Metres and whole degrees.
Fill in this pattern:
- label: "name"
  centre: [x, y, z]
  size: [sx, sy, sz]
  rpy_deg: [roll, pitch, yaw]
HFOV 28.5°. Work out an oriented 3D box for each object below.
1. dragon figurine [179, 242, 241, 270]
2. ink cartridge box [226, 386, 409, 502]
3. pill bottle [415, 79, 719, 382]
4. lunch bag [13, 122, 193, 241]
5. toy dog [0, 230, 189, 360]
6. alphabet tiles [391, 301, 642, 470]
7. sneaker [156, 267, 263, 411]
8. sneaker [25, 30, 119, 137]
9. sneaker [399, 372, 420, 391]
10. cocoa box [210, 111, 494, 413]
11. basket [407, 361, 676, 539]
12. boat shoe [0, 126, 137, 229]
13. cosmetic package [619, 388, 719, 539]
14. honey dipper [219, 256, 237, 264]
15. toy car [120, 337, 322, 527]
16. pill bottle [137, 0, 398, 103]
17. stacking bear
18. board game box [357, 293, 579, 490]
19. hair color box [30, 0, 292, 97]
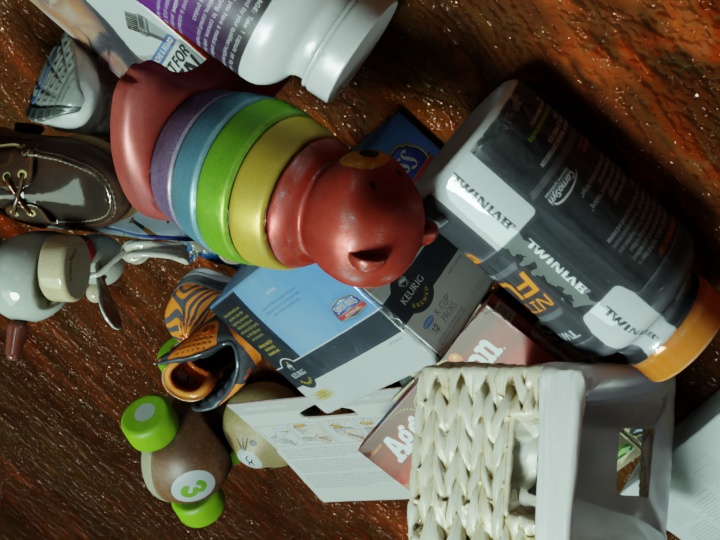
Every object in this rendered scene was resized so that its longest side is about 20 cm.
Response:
- label: "dragon figurine"
  centre: [-0.075, 0.018, 1.241]
  size: [0.200, 0.059, 0.099]
  rpy_deg: [48, 153, -11]
- label: "ink cartridge box"
  centre: [0.006, 0.148, 1.298]
  size: [0.199, 0.045, 0.176]
  rpy_deg: [-8, 136, 34]
- label: "pill bottle"
  centre: [0.136, -0.018, 0.896]
  size: [0.200, 0.106, 0.106]
  rpy_deg: [40, 152, -6]
- label: "lunch bag"
  centre: [-0.207, -0.072, 1.183]
  size: [0.199, 0.076, 0.160]
  rpy_deg: [15, -170, 38]
- label: "toy dog"
  centre: [-0.234, 0.018, 1.101]
  size: [0.131, 0.097, 0.199]
  rpy_deg: [8, -178, 33]
- label: "alphabet tiles"
  centre: [0.120, 0.102, 1.128]
  size: [0.200, 0.008, 0.167]
  rpy_deg: [41, 128, -4]
- label: "sneaker"
  centre: [-0.137, 0.059, 1.193]
  size: [0.078, 0.112, 0.199]
  rpy_deg: [51, 152, -15]
- label: "sneaker"
  centre: [-0.211, -0.140, 1.117]
  size: [0.087, 0.075, 0.200]
  rpy_deg: [28, -174, -14]
- label: "sneaker"
  centre: [0.115, 0.121, 1.188]
  size: [0.104, 0.060, 0.200]
  rpy_deg: [-6, 128, 41]
- label: "cocoa box"
  centre: [0.000, 0.000, 1.049]
  size: [0.131, 0.134, 0.200]
  rpy_deg: [41, 152, -8]
- label: "basket"
  centre: [0.127, 0.128, 0.976]
  size: [0.122, 0.137, 0.200]
  rpy_deg: [3, 176, 29]
- label: "boat shoe"
  centre: [-0.249, -0.064, 1.065]
  size: [0.199, 0.070, 0.071]
  rpy_deg: [9, 116, 39]
- label: "cosmetic package"
  centre: [0.297, 0.163, 1.046]
  size: [0.150, 0.052, 0.200]
  rpy_deg: [36, 152, 5]
- label: "honey dipper"
  centre: [-0.128, -0.085, 1.088]
  size: [0.201, 0.038, 0.038]
  rpy_deg: [58, 168, 37]
- label: "toy car"
  centre: [-0.111, 0.172, 1.442]
  size: [0.198, 0.158, 0.165]
  rpy_deg: [5, 139, 27]
- label: "pill bottle"
  centre: [-0.079, -0.192, 0.872]
  size: [0.199, 0.113, 0.113]
  rpy_deg: [36, 152, 1]
- label: "stacking bear"
  centre: [-0.047, -0.052, 0.882]
  size: [0.199, 0.121, 0.115]
  rpy_deg: [25, 117, 32]
- label: "board game box"
  centre: [0.089, 0.115, 1.135]
  size: [0.103, 0.019, 0.200]
  rpy_deg: [38, 127, 0]
- label: "hair color box"
  centre: [-0.146, -0.180, 1.021]
  size: [0.200, 0.064, 0.111]
  rpy_deg: [41, 153, -6]
